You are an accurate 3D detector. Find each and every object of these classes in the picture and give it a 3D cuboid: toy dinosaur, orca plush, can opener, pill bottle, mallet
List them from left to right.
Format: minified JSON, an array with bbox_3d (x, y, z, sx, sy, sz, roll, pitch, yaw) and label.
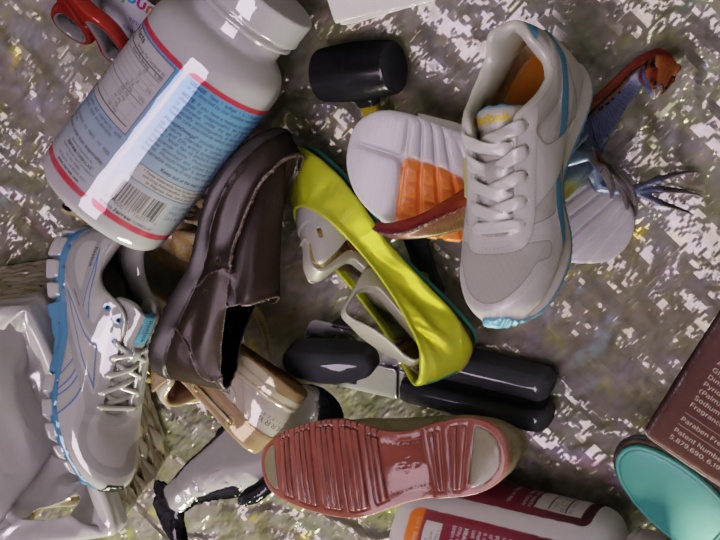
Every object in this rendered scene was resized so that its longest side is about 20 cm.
[{"bbox_3d":[-0.126,-0.120,1.726,0.109,0.109,0.200,41,105,3],"label":"pill bottle"},{"bbox_3d":[-0.128,-0.026,1.844,0.199,0.058,0.101,32,141,12],"label":"toy dinosaur"},{"bbox_3d":[-0.072,0.155,1.887,0.071,0.106,0.200,29,120,-32],"label":"orca plush"},{"bbox_3d":[0.030,-0.072,1.741,0.066,0.041,0.201,-12,113,35],"label":"mallet"},{"bbox_3d":[0.041,0.082,1.793,0.199,0.067,0.054,12,121,21],"label":"can opener"},{"bbox_3d":[0.128,0.218,1.791,0.199,0.114,0.115,12,120,22],"label":"pill bottle"},{"bbox_3d":[0.130,-0.075,1.627,0.199,0.105,0.182,22,88,4],"label":"toy dinosaur"}]

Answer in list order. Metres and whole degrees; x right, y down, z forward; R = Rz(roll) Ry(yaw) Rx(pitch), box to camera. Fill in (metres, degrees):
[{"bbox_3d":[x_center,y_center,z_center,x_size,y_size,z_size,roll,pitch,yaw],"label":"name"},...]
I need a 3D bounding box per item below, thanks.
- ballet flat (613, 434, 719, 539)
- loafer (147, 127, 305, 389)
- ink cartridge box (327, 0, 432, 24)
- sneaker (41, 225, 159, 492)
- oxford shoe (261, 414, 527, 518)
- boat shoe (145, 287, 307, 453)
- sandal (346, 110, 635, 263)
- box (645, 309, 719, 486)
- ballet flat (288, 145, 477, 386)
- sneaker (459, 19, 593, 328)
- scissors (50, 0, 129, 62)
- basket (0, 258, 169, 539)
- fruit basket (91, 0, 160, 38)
[{"bbox_3d":[0.264,0.177,1.728,0.200,0.073,0.073,40,126,4],"label":"ballet flat"},{"bbox_3d":[-0.080,-0.004,1.747,0.071,0.073,0.201,28,106,20],"label":"loafer"},{"bbox_3d":[0.014,-0.278,1.574,0.084,0.146,0.201,-9,111,29],"label":"ink cartridge box"},{"bbox_3d":[-0.182,0.060,1.799,0.086,0.075,0.201,-14,78,45],"label":"sneaker"},{"bbox_3d":[0.025,0.139,1.778,0.199,0.074,0.071,-2,92,25],"label":"oxford shoe"},{"bbox_3d":[-0.127,0.070,1.831,0.200,0.074,0.069,31,90,41],"label":"boat shoe"},{"bbox_3d":[0.087,-0.055,1.707,0.205,0.059,0.080,18,107,-6],"label":"sandal"},{"bbox_3d":[0.314,0.046,1.574,0.164,0.166,0.201,34,126,8],"label":"box"},{"bbox_3d":[0.000,0.000,1.751,0.200,0.067,0.067,49,156,6],"label":"ballet flat"},{"bbox_3d":[0.093,-0.061,1.567,0.076,0.201,0.081,-5,154,30],"label":"sneaker"},{"bbox_3d":[-0.208,-0.205,1.738,0.073,0.014,0.200,29,162,23],"label":"scissors"},{"bbox_3d":[-0.246,0.096,1.913,0.135,0.123,0.201,-7,112,29],"label":"basket"},{"bbox_3d":[-0.190,-0.259,1.720,0.185,0.094,0.200,33,131,4],"label":"fruit basket"}]
